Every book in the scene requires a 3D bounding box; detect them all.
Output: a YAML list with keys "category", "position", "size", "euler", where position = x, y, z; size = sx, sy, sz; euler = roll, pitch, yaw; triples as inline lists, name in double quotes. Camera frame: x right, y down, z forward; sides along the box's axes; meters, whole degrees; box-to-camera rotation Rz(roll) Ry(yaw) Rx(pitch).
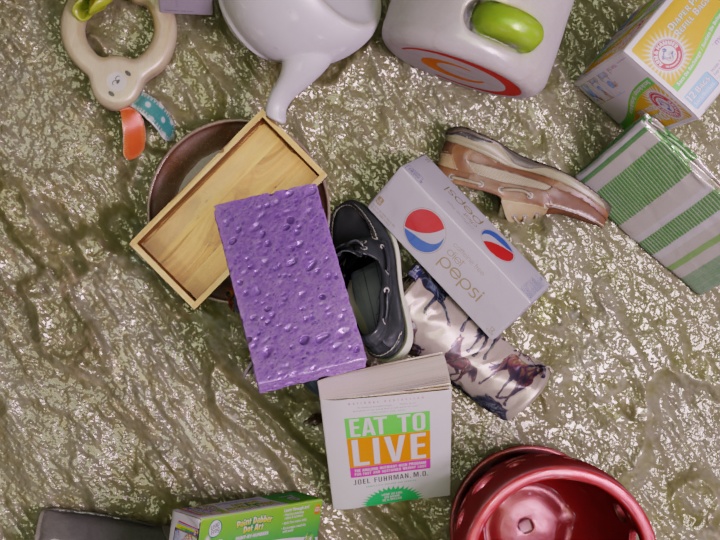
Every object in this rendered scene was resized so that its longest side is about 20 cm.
- category: "book"
  position: [0.027, 0.176, 1.146]
  size: [0.133, 0.201, 0.048]
  euler: [-8, 46, -3]

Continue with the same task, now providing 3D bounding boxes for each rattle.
- category: "rattle"
  position: [-0.248, -0.230, 1.144]
  size: [0.129, 0.143, 0.201]
  euler: [-2, 83, -23]

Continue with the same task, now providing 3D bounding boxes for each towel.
- category: "towel"
  position: [0.340, -0.068, 1.179]
  size: [0.200, 0.153, 0.023]
  euler: [40, 58, -2]

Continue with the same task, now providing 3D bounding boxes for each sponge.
- category: "sponge"
  position: [-0.073, 0.014, 1.100]
  size: [0.111, 0.030, 0.201]
  euler: [-14, 69, -6]

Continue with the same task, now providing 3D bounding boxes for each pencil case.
- category: "pencil case"
  position: [0.114, 0.078, 1.192]
  size: [0.200, 0.078, 0.090]
  euler: [39, 76, -3]

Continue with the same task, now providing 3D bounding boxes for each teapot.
- category: "teapot"
  position: [-0.084, -0.296, 1.149]
  size: [0.146, 0.200, 0.198]
  euler: [-25, 118, 33]

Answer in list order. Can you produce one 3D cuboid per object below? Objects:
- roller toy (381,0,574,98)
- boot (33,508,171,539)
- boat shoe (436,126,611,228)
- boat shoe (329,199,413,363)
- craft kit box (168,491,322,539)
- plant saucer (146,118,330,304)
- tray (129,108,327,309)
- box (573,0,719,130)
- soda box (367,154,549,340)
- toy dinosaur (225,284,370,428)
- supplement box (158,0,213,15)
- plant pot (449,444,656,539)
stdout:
- category: "roller toy"
  position: [0.123, -0.274, 1.142]
  size: [0.199, 0.182, 0.141]
  euler: [20, 91, 27]
- category: "boot"
  position: [-0.252, 0.346, 1.169]
  size: [0.199, 0.073, 0.183]
  euler: [1, 70, -10]
- category: "boat shoe"
  position: [0.175, -0.089, 1.204]
  size: [0.199, 0.076, 0.074]
  euler: [26, 94, 5]
- category: "boat shoe"
  position: [-0.002, 0.001, 1.150]
  size: [0.074, 0.066, 0.200]
  euler: [-26, 59, 26]
- category: "craft kit box"
  position: [-0.124, 0.338, 1.128]
  size: [0.048, 0.200, 0.199]
  euler: [10, 91, 35]
- category: "plant saucer"
  position: [-0.133, -0.064, 1.198]
  size: [0.199, 0.037, 0.202]
  euler: [0, 91, -3]
- category: "tray"
  position: [-0.140, -0.065, 1.163]
  size: [0.099, 0.037, 0.200]
  euler: [45, 88, -3]
- category: "box"
  position: [0.317, -0.219, 1.143]
  size: [0.101, 0.200, 0.113]
  euler: [41, 88, -3]
- category: "soda box"
  position: [0.104, -0.027, 1.169]
  size: [0.200, 0.064, 0.068]
  euler: [47, 123, 8]
- category: "toy dinosaur"
  position: [-0.064, 0.078, 1.182]
  size: [0.199, 0.105, 0.183]
  euler: [-24, 97, -37]
- category: "supplement box"
  position: [-0.180, -0.383, 1.137]
  size: [0.060, 0.109, 0.201]
  euler: [1, 76, -7]
- category: "plant pot"
  position: [0.189, 0.288, 1.144]
  size: [0.199, 0.182, 0.202]
  euler: [0, 89, -4]
